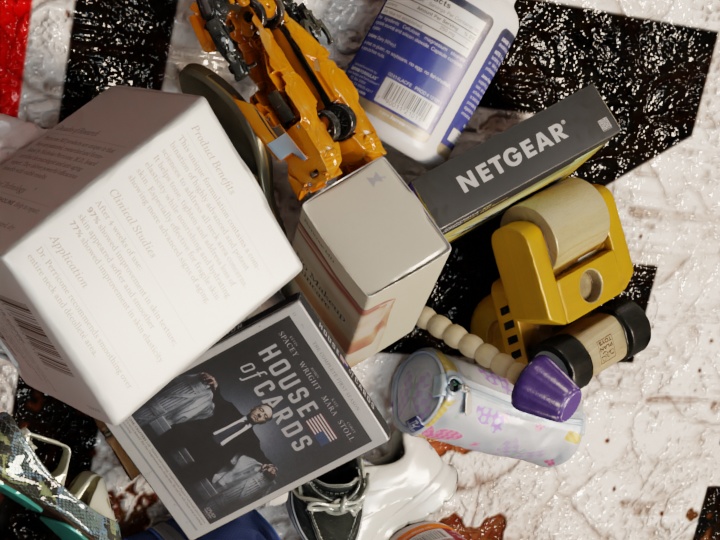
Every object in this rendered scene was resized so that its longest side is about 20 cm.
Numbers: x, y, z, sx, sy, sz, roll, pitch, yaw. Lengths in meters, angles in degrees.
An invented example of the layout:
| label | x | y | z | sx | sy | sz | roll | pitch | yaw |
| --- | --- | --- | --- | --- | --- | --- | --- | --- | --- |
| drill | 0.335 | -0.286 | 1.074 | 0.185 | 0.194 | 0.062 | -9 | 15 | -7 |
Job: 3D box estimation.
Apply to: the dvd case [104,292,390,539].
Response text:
| label | x | y | z | sx | sy | sz | roll | pitch | yaw |
| --- | --- | --- | --- | --- | --- | --- | --- | --- | --- |
| dvd case | -0.097 | 0.124 | 1.448 | 0.200 | 0.025 | 0.150 | -28 | 110 | 13 |

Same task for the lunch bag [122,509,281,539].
| label | x | y | z | sx | sy | sz | roll | pitch | yaw |
| --- | --- | --- | --- | --- | --- | --- | --- | --- | --- |
| lunch bag | -0.136 | 0.315 | 1.562 | 0.132 | 0.136 | 0.200 | -21 | 119 | -22 |

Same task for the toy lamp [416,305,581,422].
| label | x | y | z | sx | sy | sz | roll | pitch | yaw |
| --- | --- | --- | --- | --- | --- | --- | --- | --- | --- |
| toy lamp | 0.111 | 0.076 | 1.580 | 0.058 | 0.200 | 0.058 | -40 | 145 | -35 |

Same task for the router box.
| label | x | y | z | sx | sy | sz | roll | pitch | yaw |
| --- | --- | --- | --- | --- | --- | --- | --- | --- | --- |
| router box | 0.117 | -0.080 | 1.555 | 0.200 | 0.157 | 0.052 | -29 | 84 | -19 |

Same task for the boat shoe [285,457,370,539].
| label | x | y | z | sx | sy | sz | roll | pitch | yaw |
| --- | --- | --- | --- | --- | --- | --- | --- | --- | --- |
| boat shoe | -0.025 | 0.188 | 1.550 | 0.073 | 0.068 | 0.200 | -8 | 121 | -15 |

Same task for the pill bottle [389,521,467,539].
| label | x | y | z | sx | sy | sz | roll | pitch | yaw |
| --- | --- | --- | --- | --- | --- | --- | --- | --- | --- |
| pill bottle | 0.103 | 0.332 | 1.671 | 0.113 | 0.200 | 0.113 | -11 | 113 | -27 |

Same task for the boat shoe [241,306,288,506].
| label | x | y | z | sx | sy | sz | roll | pitch | yaw |
| --- | --- | --- | --- | --- | --- | --- | --- | --- | --- |
| boat shoe | -0.105 | 0.113 | 1.490 | 0.068 | 0.072 | 0.200 | -9 | 117 | -12 |

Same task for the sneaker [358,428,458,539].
| label | x | y | z | sx | sy | sz | roll | pitch | yaw |
| --- | --- | --- | --- | --- | --- | --- | --- | --- | --- |
| sneaker | -0.002 | 0.231 | 1.662 | 0.200 | 0.074 | 0.087 | -41 | 108 | -16 |

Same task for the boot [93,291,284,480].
| label | x | y | z | sx | sy | sz | roll | pitch | yaw |
| --- | --- | --- | --- | --- | --- | --- | --- | --- | --- |
| boot | -0.125 | 0.121 | 1.538 | 0.200 | 0.068 | 0.188 | -38 | 123 | -12 |

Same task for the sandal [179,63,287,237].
| label | x | y | z | sx | sy | sz | roll | pitch | yaw |
| --- | --- | --- | --- | --- | --- | --- | --- | --- | --- |
| sandal | -0.113 | -0.076 | 1.455 | 0.054 | 0.080 | 0.200 | -31 | 119 | -35 |

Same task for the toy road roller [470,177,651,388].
| label | x | y | z | sx | sy | sz | roll | pitch | yaw |
| --- | --- | --- | --- | --- | --- | --- | --- | --- | --- |
| toy road roller | 0.169 | 0.019 | 1.631 | 0.123 | 0.146 | 0.200 | -27 | 109 | -38 |

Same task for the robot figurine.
| label | x | y | z | sx | sy | sz | roll | pitch | yaw |
| --- | --- | --- | --- | --- | --- | --- | --- | --- | --- |
| robot figurine | -0.066 | -0.161 | 1.415 | 0.200 | 0.058 | 0.145 | 57 | 32 | 3 |

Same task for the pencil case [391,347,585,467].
| label | x | y | z | sx | sy | sz | roll | pitch | yaw |
| --- | --- | --- | --- | --- | --- | --- | --- | --- | --- |
| pencil case | 0.125 | 0.133 | 1.679 | 0.200 | 0.091 | 0.083 | 19 | 54 | -36 |

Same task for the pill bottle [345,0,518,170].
| label | x | y | z | sx | sy | sz | roll | pitch | yaw |
| --- | --- | --- | --- | --- | --- | --- | --- | --- | --- |
| pill bottle | 0.067 | -0.198 | 1.504 | 0.116 | 0.116 | 0.200 | 29 | 92 | -35 |

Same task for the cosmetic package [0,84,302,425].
| label | x | y | z | sx | sy | sz | roll | pitch | yaw |
| --- | --- | --- | --- | --- | --- | --- | --- | --- | --- |
| cosmetic package | -0.190 | -0.017 | 1.335 | 0.200 | 0.166 | 0.168 | -40 | 117 | -22 |

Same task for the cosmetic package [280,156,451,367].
| label | x | y | z | sx | sy | sz | roll | pitch | yaw |
| --- | --- | --- | --- | --- | --- | --- | --- | --- | --- |
| cosmetic package | 0.000 | 0.000 | 1.481 | 0.087 | 0.103 | 0.200 | -31 | 165 | -18 |

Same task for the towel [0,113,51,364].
| label | x | y | z | sx | sy | sz | roll | pitch | yaw |
| --- | --- | --- | --- | --- | --- | --- | --- | --- | --- |
| towel | -0.239 | -0.009 | 1.423 | 0.200 | 0.032 | 0.191 | 21 | 84 | -35 |

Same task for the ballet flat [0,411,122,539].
| label | x | y | z | sx | sy | sz | roll | pitch | yaw |
| --- | --- | --- | --- | --- | --- | --- | --- | --- | --- |
| ballet flat | -0.257 | 0.189 | 1.488 | 0.074 | 0.074 | 0.200 | -48 | 128 | -7 |
